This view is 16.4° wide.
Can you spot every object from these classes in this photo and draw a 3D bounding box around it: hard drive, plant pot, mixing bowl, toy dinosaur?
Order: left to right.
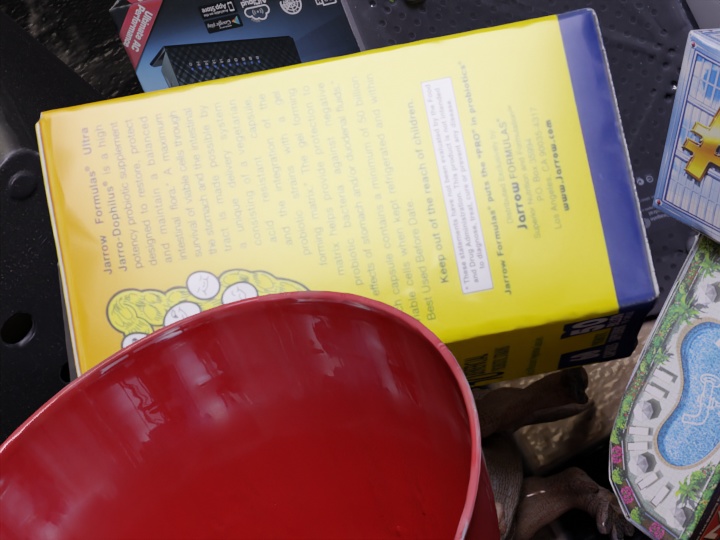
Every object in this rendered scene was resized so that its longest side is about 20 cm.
[{"bbox_3d":[-0.197,-0.016,1.171,0.200,0.200,0.177,-49,46,-1],"label":"plant pot"},{"bbox_3d":[-0.033,0.115,0.780,0.200,0.108,0.200,-20,38,16],"label":"mixing bowl"},{"bbox_3d":[0.023,0.097,0.970,0.135,0.086,0.200,-9,34,31],"label":"toy dinosaur"},{"bbox_3d":[0.084,-0.069,1.030,0.135,0.200,0.042,-17,27,24],"label":"hard drive"}]

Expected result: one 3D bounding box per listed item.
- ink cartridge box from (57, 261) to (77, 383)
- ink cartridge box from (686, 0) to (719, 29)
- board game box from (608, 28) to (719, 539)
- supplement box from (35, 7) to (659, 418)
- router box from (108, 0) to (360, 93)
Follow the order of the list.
[{"bbox_3d":[-0.080,0.018,1.064,0.044,0.200,0.094,34,66,12],"label":"ink cartridge box"},{"bbox_3d":[0.215,-0.155,1.069,0.200,0.145,0.084,-46,38,-17],"label":"ink cartridge box"},{"bbox_3d":[0.146,-0.004,0.840,0.062,0.200,0.200,30,98,29],"label":"board game box"},{"bbox_3d":[-0.004,-0.010,0.901,0.200,0.109,0.110,-11,78,0],"label":"supplement box"},{"bbox_3d":[0.003,-0.084,1.139,0.200,0.150,0.062,-9,27,30],"label":"router box"}]
